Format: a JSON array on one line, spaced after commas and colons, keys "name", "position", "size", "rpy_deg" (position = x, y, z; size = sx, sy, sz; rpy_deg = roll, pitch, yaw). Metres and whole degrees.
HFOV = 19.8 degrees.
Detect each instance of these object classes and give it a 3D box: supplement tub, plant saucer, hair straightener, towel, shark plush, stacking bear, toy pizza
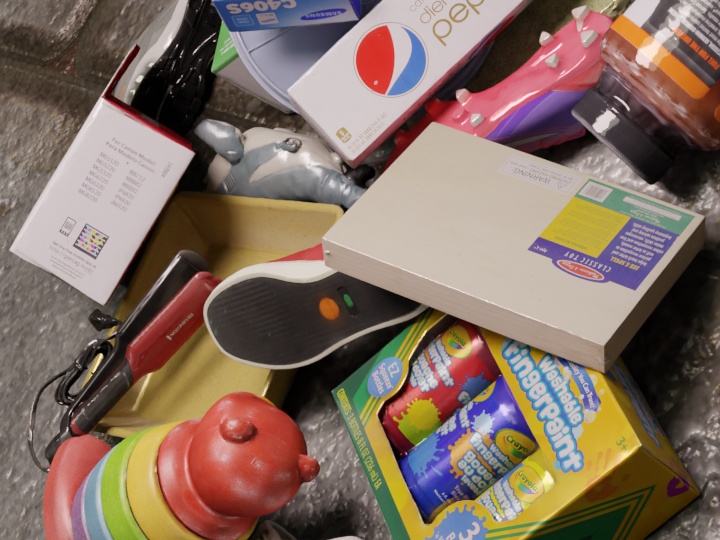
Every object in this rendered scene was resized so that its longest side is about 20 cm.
[{"name": "supplement tub", "position": [0.223, -0.150, 1.287], "size": [0.200, 0.107, 0.107], "rpy_deg": [-48, 40, 6]}, {"name": "plant saucer", "position": [-0.101, 0.044, 1.512], "size": [0.200, 0.048, 0.200], "rpy_deg": [7, 69, 47]}, {"name": "hair straightener", "position": [-0.178, 0.065, 1.513], "size": [0.200, 0.041, 0.077], "rpy_deg": [-52, 39, 9]}, {"name": "towel", "position": [0.104, -0.165, 1.471], "size": [0.200, 0.036, 0.148], "rpy_deg": [-44, 41, 11]}, {"name": "shark plush", "position": [-0.042, -0.058, 1.542], "size": [0.200, 0.091, 0.084], "rpy_deg": [13, 97, 33]}, {"name": "stacking bear", "position": [-0.110, 0.142, 1.350], "size": [0.200, 0.121, 0.114], "rpy_deg": [-33, 29, 42]}, {"name": "toy pizza", "position": [0.003, -0.198, 1.464], "size": [0.199, 0.032, 0.201], "rpy_deg": [0, 84, 4]}]

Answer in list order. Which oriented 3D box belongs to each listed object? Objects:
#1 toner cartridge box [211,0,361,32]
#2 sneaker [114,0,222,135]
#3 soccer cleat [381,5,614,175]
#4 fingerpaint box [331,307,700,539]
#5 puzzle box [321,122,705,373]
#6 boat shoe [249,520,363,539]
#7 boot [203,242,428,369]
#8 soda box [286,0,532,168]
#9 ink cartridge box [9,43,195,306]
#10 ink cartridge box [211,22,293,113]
[{"name": "toner cartridge box", "position": [-0.045, -0.262, 1.424], "size": [0.095, 0.043, 0.201], "rpy_deg": [-4, 63, 15]}, {"name": "sneaker", "position": [-0.141, -0.202, 1.712], "size": [0.200, 0.074, 0.079], "rpy_deg": [-54, 34, 0]}, {"name": "soccer cleat", "position": [0.104, -0.098, 1.389], "size": [0.200, 0.076, 0.067], "rpy_deg": [-34, 33, 22]}, {"name": "fingerpaint box", "position": [0.088, 0.102, 1.263], "size": [0.167, 0.073, 0.200], "rpy_deg": [-40, 42, 15]}, {"name": "puzzle box", "position": [0.094, -0.018, 1.266], "size": [0.200, 0.025, 0.133], "rpy_deg": [22, 48, 27]}, {"name": "boat shoe", "position": [-0.017, 0.199, 1.299], "size": [0.200, 0.071, 0.069], "rpy_deg": [14, 74, 50]}, {"name": "boot", "position": [0.000, 0.000, 1.403], "size": [0.200, 0.073, 0.144], "rpy_deg": [-16, 13, 35]}, {"name": "soda box", "position": [0.044, -0.162, 1.408], "size": [0.200, 0.068, 0.064], "rpy_deg": [-43, -2, -2]}, {"name": "ink cartridge box", "position": [-0.182, -0.078, 1.570], "size": [0.176, 0.084, 0.200], "rpy_deg": [-59, 8, 3]}, {"name": "ink cartridge box", "position": [-0.030, -0.245, 1.599], "size": [0.146, 0.083, 0.201], "rpy_deg": [-31, 42, 48]}]
